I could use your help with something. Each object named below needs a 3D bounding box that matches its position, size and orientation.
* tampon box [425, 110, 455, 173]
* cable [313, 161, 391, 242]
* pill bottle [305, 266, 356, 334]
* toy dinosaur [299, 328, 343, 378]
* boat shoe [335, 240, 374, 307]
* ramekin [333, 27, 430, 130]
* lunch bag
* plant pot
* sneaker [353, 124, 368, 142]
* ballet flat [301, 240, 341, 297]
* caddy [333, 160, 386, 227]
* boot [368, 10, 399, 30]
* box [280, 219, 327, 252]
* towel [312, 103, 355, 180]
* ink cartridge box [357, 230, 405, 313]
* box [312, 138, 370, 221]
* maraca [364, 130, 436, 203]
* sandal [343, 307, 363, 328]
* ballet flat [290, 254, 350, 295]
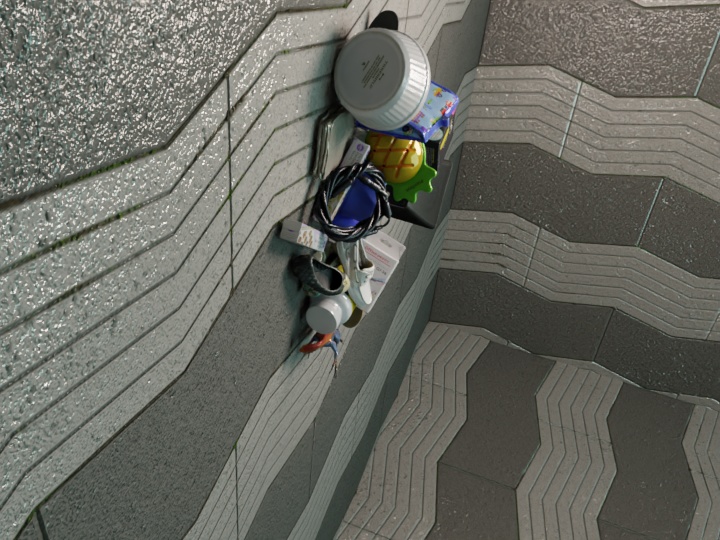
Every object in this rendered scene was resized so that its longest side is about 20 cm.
[{"bbox_3d":[0.133,-0.366,1.870,0.127,0.197,0.151,85,24,-58],"label":"tampon box"},{"bbox_3d":[-0.014,-0.147,1.551,0.198,0.051,0.166,-15,111,-34],"label":"cable"},{"bbox_3d":[-0.059,0.063,1.760,0.201,0.110,0.113,-60,161,-50],"label":"pill bottle"},{"bbox_3d":[-0.099,0.161,1.766,0.182,0.103,0.203,72,22,-75],"label":"toy dinosaur"},{"bbox_3d":[0.000,0.000,1.693,0.071,0.068,0.202,-63,142,-51],"label":"boat shoe"},{"bbox_3d":[0.035,-0.393,1.451,0.094,0.200,0.206,-1,107,-64],"label":"ramekin"},{"bbox_3d":[0.108,-0.359,1.561,0.151,0.198,0.095,-48,151,-32],"label":"lunch bag"},{"bbox_3d":[0.117,-0.245,2.016,0.177,0.198,0.203,6,100,-64],"label":"plant pot"},{"bbox_3d":[0.041,-0.329,1.714,0.199,0.075,0.089,-12,112,-55],"label":"sneaker"},{"bbox_3d":[-0.083,-0.022,1.679,0.201,0.067,0.076,-57,144,-47],"label":"ballet flat"},{"bbox_3d":[-0.012,-0.182,1.694,0.202,0.104,0.142,-65,-173,-32],"label":"caddy"},{"bbox_3d":[0.058,-0.520,1.681,0.174,0.068,0.202,-55,168,-57],"label":"boot"},{"bbox_3d":[-0.115,-0.070,1.484,0.200,0.041,0.039,19,87,-77],"label":"box"},{"bbox_3d":[-0.054,-0.282,1.540,0.200,0.034,0.134,-54,157,-60],"label":"towel"},{"bbox_3d":[0.024,-0.004,1.909,0.202,0.115,0.067,-60,175,4],"label":"ink cartridge box"},{"bbox_3d":[-0.042,-0.193,1.586,0.202,0.041,0.039,-61,176,-1],"label":"box"},{"bbox_3d":[0.089,-0.251,1.625,0.136,0.202,0.107,-32,177,19],"label":"maraca"},{"bbox_3d":[-0.013,0.060,2.036,0.070,0.077,0.215,-47,146,-51],"label":"sandal"},{"bbox_3d":[-0.079,0.015,1.587,0.199,0.056,0.068,24,67,-54],"label":"ballet flat"}]
